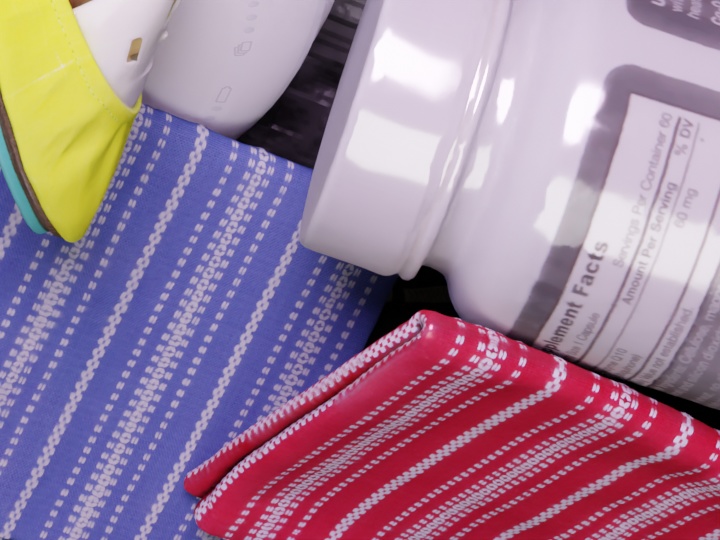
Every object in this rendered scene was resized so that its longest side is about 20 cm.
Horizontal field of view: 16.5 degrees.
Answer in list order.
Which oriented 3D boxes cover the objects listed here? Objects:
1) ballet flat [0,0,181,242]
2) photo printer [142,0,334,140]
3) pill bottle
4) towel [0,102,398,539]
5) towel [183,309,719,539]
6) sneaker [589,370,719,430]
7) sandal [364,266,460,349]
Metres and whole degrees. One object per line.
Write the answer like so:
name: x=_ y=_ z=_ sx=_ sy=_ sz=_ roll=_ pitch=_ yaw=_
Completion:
ballet flat: x=-0.079 y=-0.092 z=0.624 sx=0.067 sy=0.067 sz=0.200 roll=-12 pitch=125 yaw=6
photo printer: x=-0.099 y=-0.119 z=0.709 sx=0.200 sy=0.069 sz=0.166 roll=23 pitch=146 yaw=2
pill bottle: x=0.091 y=-0.022 z=0.692 sx=0.200 sy=0.114 sz=0.114 roll=18 pitch=125 yaw=-4
towel: x=-0.093 y=0.014 z=0.732 sx=0.200 sy=0.024 sz=0.145 roll=20 pitch=103 yaw=-32
towel: x=0.064 y=0.079 z=0.743 sx=0.200 sy=0.023 sz=0.145 roll=24 pitch=144 yaw=-23
sneaker: x=0.124 y=0.027 z=0.786 sx=0.200 sy=0.084 sz=0.077 roll=-25 pitch=132 yaw=-1
sandal: x=-0.001 y=-0.001 z=0.814 sx=0.201 sy=0.057 sz=0.080 roll=-1 pitch=126 yaw=-11
